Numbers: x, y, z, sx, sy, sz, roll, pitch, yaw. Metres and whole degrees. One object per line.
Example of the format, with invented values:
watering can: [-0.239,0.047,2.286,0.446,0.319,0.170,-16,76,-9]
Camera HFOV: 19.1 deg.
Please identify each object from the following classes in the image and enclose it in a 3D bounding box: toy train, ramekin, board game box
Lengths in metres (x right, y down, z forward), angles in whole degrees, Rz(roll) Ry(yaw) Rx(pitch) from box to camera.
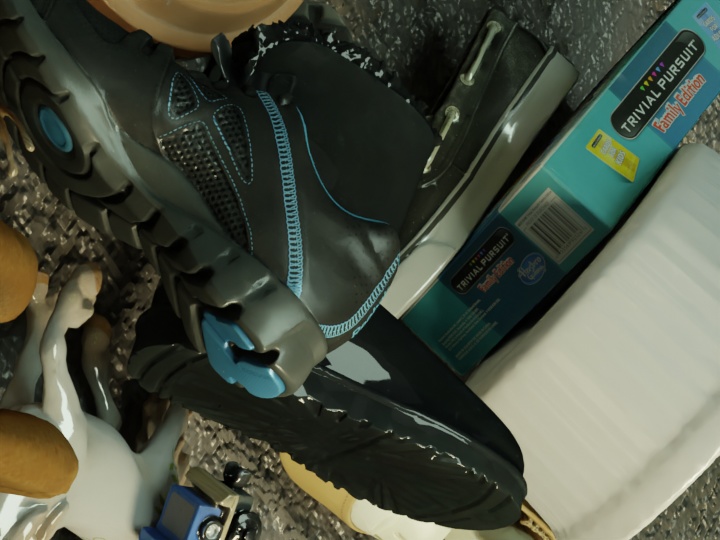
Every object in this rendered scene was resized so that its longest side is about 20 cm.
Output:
toy train: [-0.092,0.171,0.876,0.046,0.034,0.202,17,97,-39]
ramekin: [0.135,0.034,1.028,0.098,0.201,0.201,42,50,1]
board game box: [0.117,-0.054,1.087,0.047,0.151,0.200,41,50,0]

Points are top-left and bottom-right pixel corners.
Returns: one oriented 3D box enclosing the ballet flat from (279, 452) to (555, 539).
ballet flat: [0.040,0.113,1.042,0.199,0.069,0.063,25,27,-47]

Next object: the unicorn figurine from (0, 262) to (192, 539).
unicorn figurine: [-0.123,0.071,0.854,0.199,0.073,0.139,24,66,-44]

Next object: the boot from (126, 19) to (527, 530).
boot: [0.000,0.001,0.897,0.197,0.073,0.164,28,58,-20]

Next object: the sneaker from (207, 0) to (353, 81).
sneaker: [-0.037,-0.025,0.979,0.079,0.075,0.202,62,32,-68]

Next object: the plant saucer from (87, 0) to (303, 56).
plant saucer: [-0.072,-0.194,0.916,0.199,0.032,0.203,3,85,-49]

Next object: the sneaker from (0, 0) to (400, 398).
sneaker: [-0.070,-0.047,0.813,0.082,0.073,0.200,-39,88,-24]

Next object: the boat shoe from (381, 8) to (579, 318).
boat shoe: [0.031,-0.044,1.057,0.064,0.071,0.201,38,64,-4]

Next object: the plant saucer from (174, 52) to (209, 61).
plant saucer: [-0.096,-0.191,0.932,0.199,0.029,0.202,2,87,-49]

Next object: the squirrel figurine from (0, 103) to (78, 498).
squirrel figurine: [-0.191,-0.032,0.735,0.200,0.141,0.188,31,59,-47]
